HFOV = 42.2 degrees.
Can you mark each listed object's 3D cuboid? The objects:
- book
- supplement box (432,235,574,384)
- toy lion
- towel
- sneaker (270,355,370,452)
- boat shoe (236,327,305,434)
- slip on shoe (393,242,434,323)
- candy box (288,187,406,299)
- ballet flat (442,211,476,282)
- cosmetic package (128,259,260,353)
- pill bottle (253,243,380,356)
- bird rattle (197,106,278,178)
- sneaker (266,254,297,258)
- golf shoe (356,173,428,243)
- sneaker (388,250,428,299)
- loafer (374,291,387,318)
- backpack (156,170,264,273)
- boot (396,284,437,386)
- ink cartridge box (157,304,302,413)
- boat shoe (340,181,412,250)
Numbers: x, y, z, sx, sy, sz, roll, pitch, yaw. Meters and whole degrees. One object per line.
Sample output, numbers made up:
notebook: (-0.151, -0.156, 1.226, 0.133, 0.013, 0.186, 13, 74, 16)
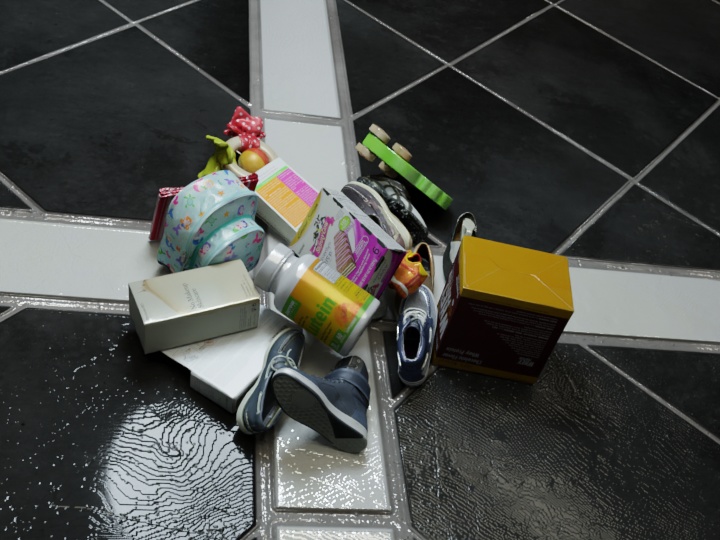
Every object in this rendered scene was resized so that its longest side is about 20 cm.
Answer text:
book: (-0.126, -0.125, 1.827, 0.200, 0.048, 0.134, 41, 46, 6)
supplement box: (0.246, 0.072, 1.651, 0.195, 0.201, 0.134, 11, 43, -5)
toy lion: (0.103, -0.199, 1.919, 0.191, 0.069, 0.200, 42, 8, 26)
towel: (-0.289, -0.118, 1.725, 0.198, 0.145, 0.023, -13, 62, -28)
sneaker: (-0.059, 0.180, 1.497, 0.202, 0.076, 0.147, 44, 36, -29)
boat shoe: (-0.132, 0.175, 1.505, 0.061, 0.075, 0.201, -10, 36, 41)
slip on shoe: (0.108, 0.030, 1.754, 0.075, 0.061, 0.201, 16, 43, 0)
candy box: (-0.027, -0.037, 1.669, 0.061, 0.137, 0.200, 10, 27, -50)
ballet flat: (0.200, -0.044, 1.851, 0.067, 0.069, 0.201, 13, 44, -4)
cosmetic package: (-0.276, 0.058, 1.551, 0.198, 0.074, 0.104, -13, 47, -25)
pill bottle: (-0.076, 0.044, 1.561, 0.199, 0.111, 0.111, 34, 45, 4)
bird rattle: (-0.239, -0.232, 1.916, 0.163, 0.113, 0.200, 39, 36, 3)
sneaker: (-0.089, 0.030, 1.690, 0.087, 0.075, 0.200, -16, 51, -36)
golf shoe: (0.081, -0.138, 1.905, 0.094, 0.078, 0.200, -27, 59, -36)
sneaker: (0.075, -0.005, 1.721, 0.077, 0.073, 0.200, -37, 25, -4)
loafer: (0.000, 0.000, 1.745, 0.069, 0.070, 0.201, -14, 51, -23)
backpack: (-0.260, -0.070, 1.645, 0.150, 0.201, 0.177, 40, 48, 24)
boot: (0.099, 0.095, 1.632, 0.072, 0.091, 0.202, 0, 57, 5)
ink cartridge box: (-0.222, 0.126, 1.574, 0.172, 0.044, 0.200, 28, 45, 19)
boat shoe: (0.020, -0.101, 1.854, 0.064, 0.072, 0.200, -21, 60, -41)
